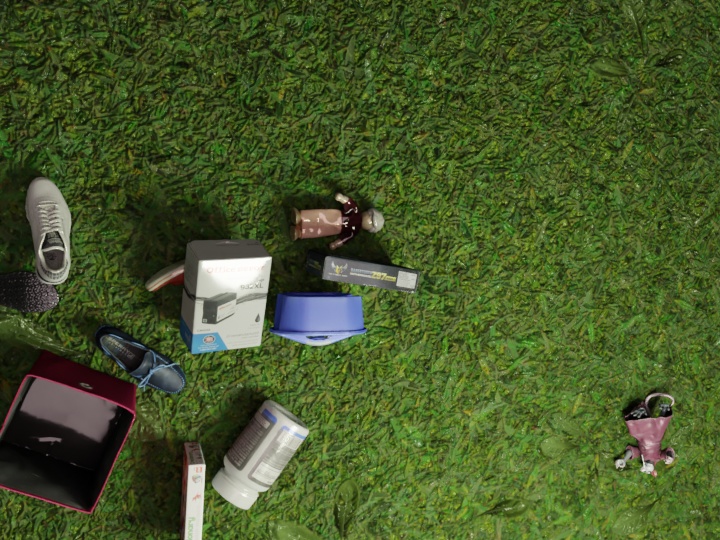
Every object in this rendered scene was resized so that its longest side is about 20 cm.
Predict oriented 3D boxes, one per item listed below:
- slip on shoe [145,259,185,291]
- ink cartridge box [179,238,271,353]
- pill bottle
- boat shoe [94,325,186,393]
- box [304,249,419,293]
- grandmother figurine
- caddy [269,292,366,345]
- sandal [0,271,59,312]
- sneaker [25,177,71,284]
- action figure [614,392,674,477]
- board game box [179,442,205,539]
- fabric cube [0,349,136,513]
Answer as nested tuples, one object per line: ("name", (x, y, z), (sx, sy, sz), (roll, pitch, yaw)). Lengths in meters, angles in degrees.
("slip on shoe", (-0.322, 0.004, 1.383), (0.200, 0.074, 0.061), (-21, 105, -19))
("ink cartridge box", (-0.260, 0.048, 1.352), (0.145, 0.084, 0.200), (-3, 118, -29))
("pill bottle", (-0.206, 0.376, 1.436), (0.114, 0.114, 0.200), (38, 84, -18))
("boat shoe", (-0.431, 0.185, 1.366), (0.200, 0.069, 0.084), (32, 86, -18))
("box", (0.000, 0.000, 1.436), (0.200, 0.158, 0.051), (10, 92, -17))
("grandmother figurine", (-0.044, -0.105, 1.467), (0.200, 0.061, 0.121), (-2, 124, -20))
("caddy", (-0.085, 0.100, 1.430), (0.200, 0.141, 0.105), (1, 91, -17))
("sandal", (-0.655, 0.036, 1.299), (0.200, 0.045, 0.075), (4, 89, -4))
("sneaker", (-0.559, -0.078, 1.272), (0.076, 0.080, 0.200), (-10, 82, -25))
("action figure", (0.715, 0.423, 1.760), (0.149, 0.134, 0.200), (-44, 129, -53))
("board game box", (-0.335, 0.459, 1.397), (0.035, 0.126, 0.200), (2, 95, -18))
("fabric cube", (-0.535, 0.284, 1.277), (0.196, 0.199, 0.200), (25, 88, -18))
